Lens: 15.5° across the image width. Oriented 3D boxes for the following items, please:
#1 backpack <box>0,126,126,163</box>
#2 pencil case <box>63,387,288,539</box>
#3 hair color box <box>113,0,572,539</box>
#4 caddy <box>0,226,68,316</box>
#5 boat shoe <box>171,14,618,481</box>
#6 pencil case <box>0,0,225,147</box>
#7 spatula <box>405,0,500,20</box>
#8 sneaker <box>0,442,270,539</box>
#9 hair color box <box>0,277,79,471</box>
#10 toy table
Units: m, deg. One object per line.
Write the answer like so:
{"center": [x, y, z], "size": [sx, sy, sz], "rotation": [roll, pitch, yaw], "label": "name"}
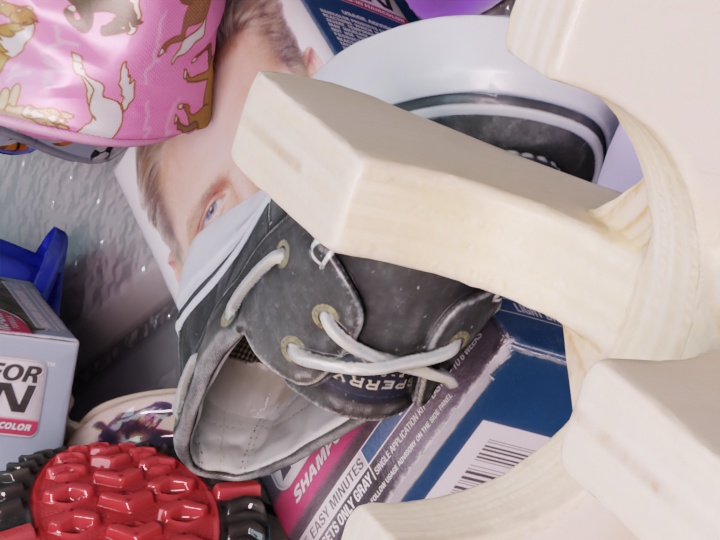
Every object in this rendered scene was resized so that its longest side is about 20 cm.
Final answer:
{"center": [-0.122, -0.140, 0.899], "size": [0.154, 0.200, 0.191], "rotation": [29, 94, 22], "label": "backpack"}
{"center": [-0.053, 0.134, 0.774], "size": [0.078, 0.089, 0.201], "rotation": [-45, 42, 51], "label": "pencil case"}
{"center": [0.000, 0.000, 0.782], "size": [0.100, 0.060, 0.200], "rotation": [-55, 39, 23], "label": "hair color box"}
{"center": [-0.169, 0.065, 0.932], "size": [0.200, 0.105, 0.141], "rotation": [-62, 8, 2], "label": "caddy"}
{"center": [0.006, 0.004, 0.647], "size": [0.200, 0.072, 0.071], "rotation": [134, 144, -61], "label": "boat shoe"}
{"center": [-0.076, -0.134, 0.776], "size": [0.086, 0.083, 0.201], "rotation": [17, 107, 33], "label": "pencil case"}
{"center": [0.021, -0.168, 0.849], "size": [0.056, 0.021, 0.201], "rotation": [-33, 51, 35], "label": "spatula"}
{"center": [-0.056, 0.123, 0.689], "size": [0.200, 0.079, 0.096], "rotation": [-119, 31, -54], "label": "sneaker"}
{"center": [-0.137, 0.106, 0.817], "size": [0.099, 0.060, 0.201], "rotation": [-146, 64, -71], "label": "hair color box"}
{"center": [0.062, 0.012, 0.476], "size": [0.200, 0.117, 0.185], "rotation": [22, 102, 59], "label": "toy table"}
